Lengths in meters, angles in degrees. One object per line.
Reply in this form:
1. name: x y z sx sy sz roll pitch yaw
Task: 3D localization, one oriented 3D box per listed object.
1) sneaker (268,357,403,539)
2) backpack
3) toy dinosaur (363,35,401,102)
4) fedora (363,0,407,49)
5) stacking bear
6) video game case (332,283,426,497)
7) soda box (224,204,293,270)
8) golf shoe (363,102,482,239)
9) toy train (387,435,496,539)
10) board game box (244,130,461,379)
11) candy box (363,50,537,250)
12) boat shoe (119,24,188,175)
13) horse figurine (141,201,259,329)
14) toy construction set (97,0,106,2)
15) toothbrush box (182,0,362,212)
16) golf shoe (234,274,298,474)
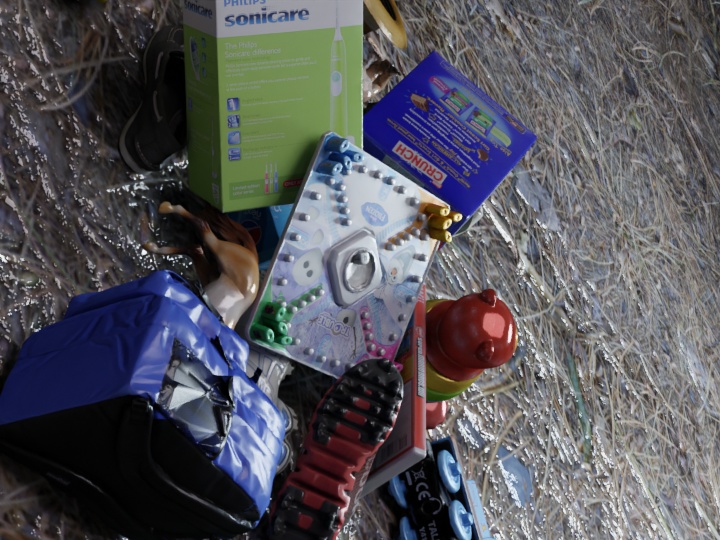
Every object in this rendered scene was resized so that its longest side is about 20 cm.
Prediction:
1. sneaker: -0.022 0.174 1.337 0.201 0.071 0.098 -64 174 -10
2. backpack: -0.148 0.111 1.116 0.200 0.162 0.168 51 42 -35
3. toy dinosaur: -0.031 -0.206 1.628 0.086 0.135 0.200 46 7 -11
4. fedora: -0.017 -0.334 1.732 0.201 0.081 0.201 58 13 -21
5. stacking bear: 0.090 0.078 1.480 0.113 0.200 0.122 19 66 -21
6. video game case: 0.017 0.123 1.438 0.017 0.143 0.201 24 48 -27
7. soda box: -0.063 -0.042 1.486 0.200 0.068 0.065 -8 79 -62
8. golf shoe: 0.075 -0.129 1.773 0.201 0.088 0.077 57 32 -18
9. toy train: 0.093 0.275 1.537 0.114 0.086 0.201 20 52 -66
10. board game box: 0.000 0.000 1.340 0.200 0.026 0.201 28 81 -47
11. candy box: 0.087 -0.142 1.684 0.169 0.077 0.200 40 45 4
12. boat shoe: -0.177 -0.170 1.382 0.067 0.057 0.201 48 34 -34
13. horse figurine: -0.141 0.023 1.250 0.132 0.050 0.201 26 58 -3
14. toy construction set: -0.254 -0.323 1.313 0.200 0.092 0.132 30 70 -39
15. toothbrush box: -0.078 -0.166 1.311 0.145 0.086 0.201 -11 113 -26
16. golf shoe: -0.111 0.086 1.312 0.097 0.078 0.201 24 50 -45
